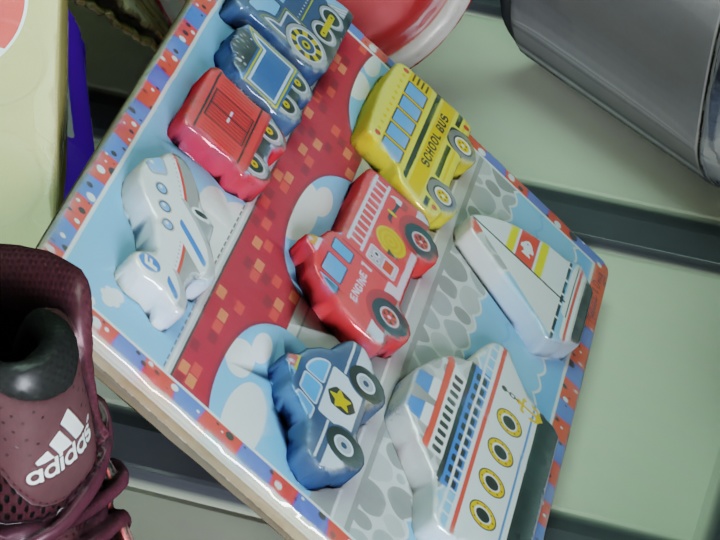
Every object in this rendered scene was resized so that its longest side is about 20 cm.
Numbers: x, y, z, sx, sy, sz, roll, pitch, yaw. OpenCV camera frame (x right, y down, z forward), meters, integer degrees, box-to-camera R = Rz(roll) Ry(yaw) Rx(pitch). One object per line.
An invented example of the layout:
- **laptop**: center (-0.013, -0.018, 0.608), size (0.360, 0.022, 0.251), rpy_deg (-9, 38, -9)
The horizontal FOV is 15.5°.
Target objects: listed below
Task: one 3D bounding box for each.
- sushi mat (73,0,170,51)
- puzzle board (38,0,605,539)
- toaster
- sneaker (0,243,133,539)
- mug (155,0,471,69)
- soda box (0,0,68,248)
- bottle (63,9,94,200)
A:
- **sushi mat**: center (-0.091, -0.119, 0.919), size (0.095, 0.012, 0.200), rpy_deg (29, 15, -38)
- **puzzle board**: center (0.000, 0.000, 0.691), size (0.151, 0.017, 0.200), rpy_deg (41, 31, -12)
- **toaster**: center (0.139, -0.102, 0.875), size (0.199, 0.114, 0.129), rpy_deg (-16, 40, -30)
- **sneaker**: center (-0.063, 0.071, 0.521), size (0.075, 0.116, 0.200), rpy_deg (-26, 66, -38)
- **mug**: center (-0.046, -0.146, 0.878), size (0.176, 0.134, 0.200), rpy_deg (4, 27, -11)
- **soda box**: center (-0.108, -0.023, 0.671), size (0.067, 0.064, 0.201), rpy_deg (1, 64, -5)
- **bottle**: center (-0.124, -0.055, 0.804), size (0.083, 0.066, 0.200), rpy_deg (-4, 33, -8)
